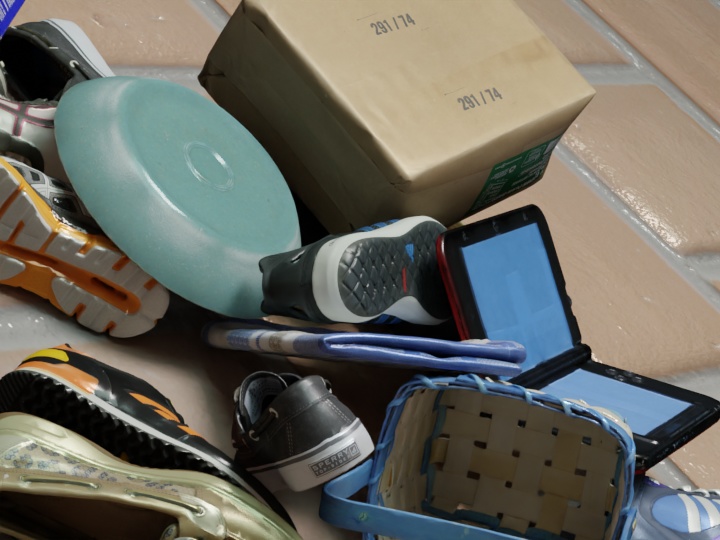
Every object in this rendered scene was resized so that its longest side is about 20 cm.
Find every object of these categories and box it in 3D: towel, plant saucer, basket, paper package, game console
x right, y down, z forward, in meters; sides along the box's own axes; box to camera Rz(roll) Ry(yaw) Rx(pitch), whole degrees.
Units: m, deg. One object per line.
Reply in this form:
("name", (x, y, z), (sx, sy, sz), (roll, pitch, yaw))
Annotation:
("towel", (-0.001, 0.047, 1.594), (0.146, 0.024, 0.200), (7, -3, -25))
("plant saucer", (-0.108, -0.058, 1.645), (0.200, 0.036, 0.200), (34, 30, -23))
("basket", (0.084, 0.137, 1.509), (0.176, 0.140, 0.200), (14, 8, 15))
("paper package", (0.027, -0.124, 1.768), (0.200, 0.104, 0.191), (-27, 69, -39))
("game console", (0.150, 0.042, 1.696), (0.172, 0.119, 0.200), (17, 15, 21))

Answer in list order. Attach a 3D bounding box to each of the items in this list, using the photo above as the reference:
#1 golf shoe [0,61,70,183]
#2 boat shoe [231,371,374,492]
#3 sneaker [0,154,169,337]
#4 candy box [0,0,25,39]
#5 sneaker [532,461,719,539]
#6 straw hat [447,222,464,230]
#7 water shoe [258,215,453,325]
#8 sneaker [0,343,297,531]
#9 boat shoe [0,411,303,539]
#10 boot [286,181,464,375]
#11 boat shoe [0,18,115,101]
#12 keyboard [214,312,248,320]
("golf shoe", (-0.236, -0.081, 1.672), (0.200, 0.077, 0.088), (33, 41, 16))
("boat shoe", (-0.046, 0.089, 1.460), (0.066, 0.070, 0.200), (61, -10, -3))
("sneaker", (-0.210, -0.032, 1.598), (0.200, 0.078, 0.077), (34, 24, -18))
("candy box", (-0.299, -0.186, 1.657), (0.200, 0.169, 0.077), (-77, 143, -64))
("sneaker", (0.195, 0.156, 1.686), (0.200, 0.081, 0.147), (-12, 53, -47))
("straw hat", (0.024, -0.106, 1.889), (0.201, 0.085, 0.201), (31, 6, -4))
("water shoe", (0.000, 0.000, 1.650), (0.079, 0.072, 0.200), (-2, -2, 25))
("sneaker", (-0.112, 0.104, 1.463), (0.200, 0.070, 0.090), (32, 26, 3))
("boat shoe", (-0.126, 0.144, 1.388), (0.199, 0.073, 0.063), (19, 33, 0))
("boot", (0.018, 0.025, 1.758), (0.165, 0.066, 0.200), (-8, 51, -50))
("boat shoe", (-0.193, -0.109, 1.765), (0.056, 0.069, 0.200), (-4, 37, -38))
("keyboard", (-0.143, -0.034, 1.695), (0.011, 0.056, 0.200), (-38, 66, -24))
